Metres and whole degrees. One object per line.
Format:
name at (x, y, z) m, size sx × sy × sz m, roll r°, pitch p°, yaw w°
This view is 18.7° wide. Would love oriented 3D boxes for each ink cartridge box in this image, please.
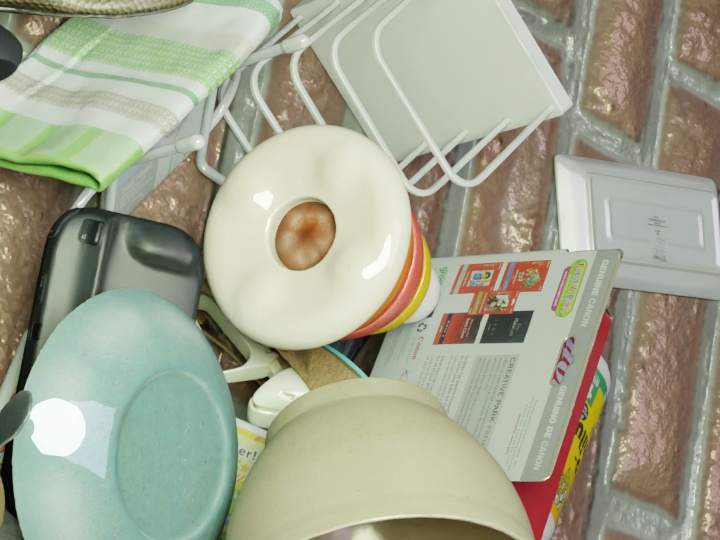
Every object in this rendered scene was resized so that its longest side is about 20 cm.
ink cartridge box at (0.096, 0.088, 1.495) m, size 0.084 × 0.175 × 0.201 m, roll 52°, pitch 47°, yaw -38°

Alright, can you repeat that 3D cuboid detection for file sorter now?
file sorter at (0.015, -0.122, 1.527) m, size 0.124 × 0.199 × 0.139 m, roll -43°, pitch 109°, yaw -34°

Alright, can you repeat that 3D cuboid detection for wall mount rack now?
wall mount rack at (-0.109, -0.079, 1.431) m, size 0.074 × 0.174 × 0.200 m, roll 32°, pitch 52°, yaw 12°

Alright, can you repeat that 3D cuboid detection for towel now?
towel at (-0.161, -0.129, 1.410) m, size 0.200 × 0.149 × 0.031 m, roll -48°, pitch 136°, yaw -37°

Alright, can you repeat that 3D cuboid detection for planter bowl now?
planter bowl at (0.007, 0.152, 1.347) m, size 0.200 × 0.200 × 0.135 m, roll 24°, pitch 41°, yaw -35°

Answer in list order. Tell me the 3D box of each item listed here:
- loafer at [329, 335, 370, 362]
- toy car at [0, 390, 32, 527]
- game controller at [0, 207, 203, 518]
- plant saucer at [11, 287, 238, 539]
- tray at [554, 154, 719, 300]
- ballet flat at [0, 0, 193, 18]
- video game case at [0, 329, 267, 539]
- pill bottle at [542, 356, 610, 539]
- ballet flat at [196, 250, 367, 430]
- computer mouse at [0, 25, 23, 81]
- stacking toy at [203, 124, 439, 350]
loafer at (-0.036, 0.051, 1.538) m, size 0.070 × 0.068 × 0.201 m, roll 28°, pitch 64°, yaw 7°
toy car at (-0.263, 0.123, 1.223) m, size 0.158 × 0.199 × 0.165 m, roll 42°, pitch 56°, yaw -26°
game controller at (-0.159, 0.064, 1.359) m, size 0.104 × 0.042 × 0.201 m, roll 14°, pitch 83°, yaw -28°
plant saucer at (-0.126, 0.111, 1.307) m, size 0.201 × 0.039 × 0.202 m, roll 4°, pitch 86°, yaw -55°
tray at (0.240, -0.036, 1.819) m, size 0.199 × 0.022 × 0.108 m, roll 6°, pitch 77°, yaw -40°
ballet flat at (-0.204, -0.188, 1.399) m, size 0.199 × 0.067 × 0.047 m, roll -1°, pitch 104°, yaw -14°
video game case at (-0.154, 0.156, 1.381) m, size 0.199 × 0.023 × 0.183 m, roll 24°, pitch 63°, yaw -8°
pill bottle at (0.102, 0.140, 1.597) m, size 0.113 × 0.112 × 0.201 m, roll 43°, pitch 55°, yaw -25°
ballet flat at (-0.063, 0.062, 1.452) m, size 0.072 × 0.068 × 0.200 m, roll -29°, pitch 61°, yaw -32°
computer mouse at (-0.301, -0.138, 1.351) m, size 0.199 × 0.059 × 0.034 m, roll -2°, pitch 71°, yaw -37°
stacking toy at (0.000, 0.000, 1.445) m, size 0.200 × 0.145 × 0.147 m, roll 32°, pitch 58°, yaw -60°
